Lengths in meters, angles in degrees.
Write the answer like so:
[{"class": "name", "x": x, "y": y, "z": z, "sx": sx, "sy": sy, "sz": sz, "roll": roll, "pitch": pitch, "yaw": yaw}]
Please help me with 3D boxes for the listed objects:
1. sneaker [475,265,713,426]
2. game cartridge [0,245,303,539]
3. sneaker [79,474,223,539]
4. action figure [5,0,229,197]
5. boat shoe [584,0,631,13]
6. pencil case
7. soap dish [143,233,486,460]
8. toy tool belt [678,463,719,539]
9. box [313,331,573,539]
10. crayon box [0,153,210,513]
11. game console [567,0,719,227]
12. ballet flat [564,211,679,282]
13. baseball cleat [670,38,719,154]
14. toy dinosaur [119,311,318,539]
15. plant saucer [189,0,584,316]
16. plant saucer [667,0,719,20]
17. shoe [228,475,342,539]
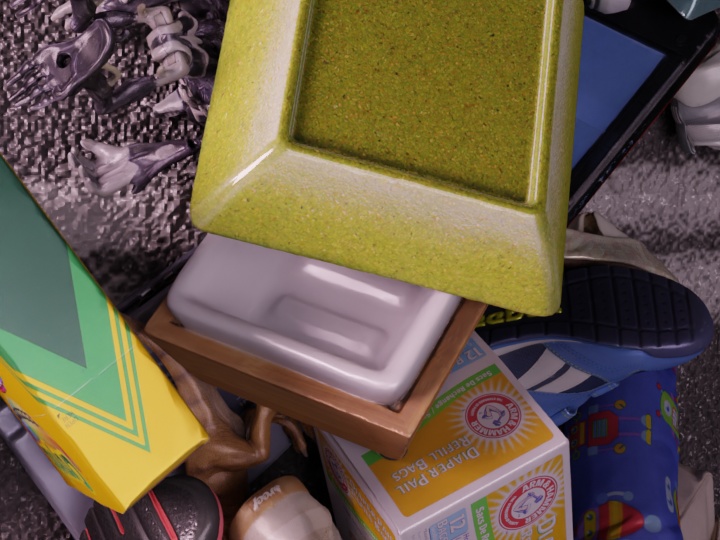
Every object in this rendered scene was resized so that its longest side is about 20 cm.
[{"class": "sneaker", "x": 0.123, "y": 0.053, "z": 0.977, "sx": 0.198, "sy": 0.074, "sz": 0.083, "roll": -8, "pitch": 127, "yaw": 16}, {"class": "game cartridge", "x": -0.104, "y": 0.074, "z": 0.920, "sx": 0.199, "sy": 0.041, "sz": 0.134, "roll": -37, "pitch": 111, "yaw": -16}, {"class": "sneaker", "x": -0.120, "y": 0.180, "z": 0.884, "sx": 0.086, "sy": 0.074, "sz": 0.201, "roll": 4, "pitch": 136, "yaw": -41}, {"class": "action figure", "x": -0.119, "y": -0.109, "z": 0.839, "sx": 0.200, "sy": 0.101, "sz": 0.120, "roll": 21, "pitch": 56, "yaw": -66}, {"class": "boat shoe", "x": 0.113, "y": -0.234, "z": 0.920, "sx": 0.070, "sy": 0.072, "sz": 0.202, "roll": -7, "pitch": 61, "yaw": -5}, {"class": "pencil case", "x": 0.169, "y": 0.122, "z": 0.992, "sx": 0.087, "sy": 0.077, "sz": 0.202, "roll": 44, "pitch": 37, "yaw": -36}, {"class": "soap dish", "x": 0.000, "y": 0.000, "z": 0.853, "sx": 0.201, "sy": 0.156, "sz": 0.082, "roll": -57, "pitch": 156, "yaw": -36}, {"class": "toy tool belt", "x": 0.169, "y": 0.225, "z": 1.040, "sx": 0.200, "sy": 0.124, "sz": 0.124, "roll": -52, "pitch": 149, "yaw": -34}, {"class": "box", "x": 0.053, "y": 0.150, "z": 0.905, "sx": 0.112, "sy": 0.102, "sz": 0.201, "roll": -27, "pitch": 137, "yaw": -15}, {"class": "crayon box", "x": -0.163, "y": 0.028, "z": 0.763, "sx": 0.058, "sy": 0.200, "sz": 0.173, "roll": -37, "pitch": 97, "yaw": -16}, {"class": "game console", "x": 0.088, "y": -0.139, "z": 0.937, "sx": 0.200, "sy": 0.172, "sz": 0.119, "roll": -50, "pitch": 144, "yaw": -10}, {"class": "ballet flat", "x": 0.132, "y": -0.017, "z": 1.013, "sx": 0.198, "sy": 0.067, "sz": 0.063, "roll": 13, "pitch": 66, "yaw": -31}, {"class": "baseball cleat", "x": 0.297, "y": -0.141, "z": 1.079, "sx": 0.198, "sy": 0.070, "sz": 0.107, "roll": -23, "pitch": 117, "yaw": -12}, {"class": "toy dinosaur", "x": -0.080, "y": 0.095, "z": 0.884, "sx": 0.105, "sy": 0.060, "sz": 0.202, "roll": -19, "pitch": 109, "yaw": -22}, {"class": "plant saucer", "x": 0.028, "y": -0.096, "z": 0.798, "sx": 0.198, "sy": 0.048, "sz": 0.202, "roll": 14, "pitch": 65, "yaw": -13}, {"class": "plant saucer", "x": 0.238, "y": -0.210, "z": 0.992, "sx": 0.199, "sy": 0.019, "sz": 0.070, "roll": -28, "pitch": 70, "yaw": -43}, {"class": "shoe", "x": -0.039, "y": 0.179, "z": 0.900, "sx": 0.070, "sy": 0.053, "sz": 0.200, "roll": -41, "pitch": 160, "yaw": -16}]
